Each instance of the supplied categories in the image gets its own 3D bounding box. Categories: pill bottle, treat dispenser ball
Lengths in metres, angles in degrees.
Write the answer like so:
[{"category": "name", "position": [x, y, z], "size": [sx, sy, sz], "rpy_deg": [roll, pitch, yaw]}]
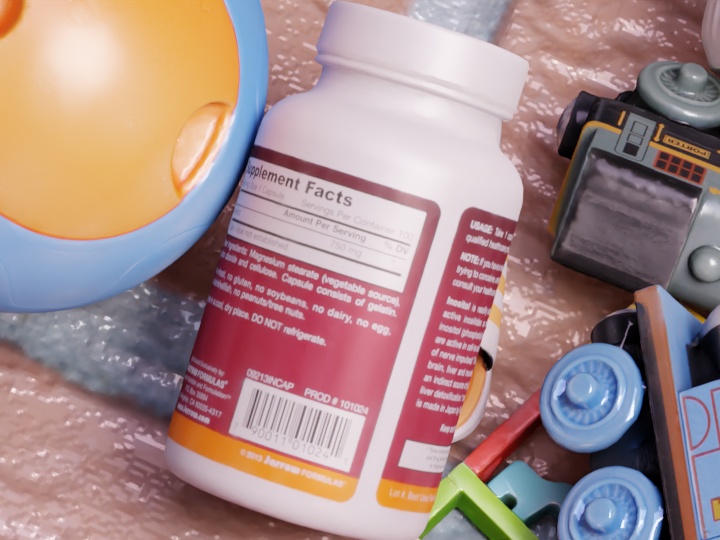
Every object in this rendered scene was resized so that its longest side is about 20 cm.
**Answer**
[{"category": "pill bottle", "position": [0.000, 0.000, 1.143], "size": [0.112, 0.113, 0.201], "rpy_deg": [17, 91, -1]}, {"category": "treat dispenser ball", "position": [-0.137, -0.084, 1.157], "size": [0.200, 0.201, 0.202], "rpy_deg": [5, 61, -8]}]

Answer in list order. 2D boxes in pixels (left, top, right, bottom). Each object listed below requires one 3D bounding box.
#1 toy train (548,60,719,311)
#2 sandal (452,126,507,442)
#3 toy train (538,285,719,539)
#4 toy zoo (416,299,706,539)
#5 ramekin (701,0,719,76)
[{"category": "toy train", "position": [0.174, -0.018, 1.232], "size": [0.199, 0.086, 0.114], "rpy_deg": [23, 33, 4]}, {"category": "sandal", "position": [0.027, -0.026, 1.238], "size": [0.079, 0.059, 0.208], "rpy_deg": [9, 61, -6]}, {"category": "toy train", "position": [0.141, 0.100, 1.125], "size": [0.114, 0.087, 0.201], "rpy_deg": [-18, 60, 23]}, {"category": "toy zoo", "position": [0.123, 0.095, 1.203], "size": [0.131, 0.020, 0.200], "rpy_deg": [43, 68, 14]}, {"category": "ramekin", "position": [0.245, -0.108, 1.249], "size": [0.199, 0.200, 0.106], "rpy_deg": [23, 92, 2]}]
